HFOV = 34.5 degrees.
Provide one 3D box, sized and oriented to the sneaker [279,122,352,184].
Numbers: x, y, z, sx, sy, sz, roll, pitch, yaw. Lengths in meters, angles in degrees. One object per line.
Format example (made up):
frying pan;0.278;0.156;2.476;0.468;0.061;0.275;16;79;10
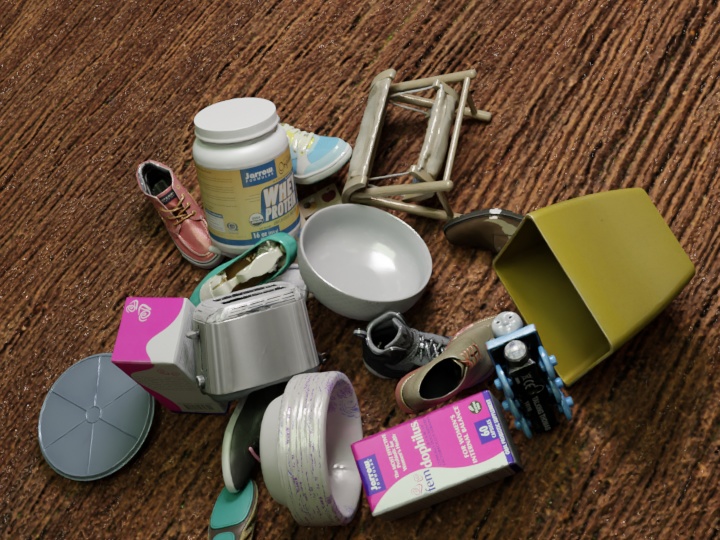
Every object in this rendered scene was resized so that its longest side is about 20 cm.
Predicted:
sneaker;-0.116;-0.202;1.792;0.198;0.131;0.080;-5;42;38

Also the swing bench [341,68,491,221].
swing bench;0.076;-0.189;1.755;0.197;0.130;0.201;5;67;21

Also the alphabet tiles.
alphabet tiles;-0.099;-0.027;1.804;0.198;0.008;0.168;-27;60;5

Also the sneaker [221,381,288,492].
sneaker;-0.127;0.223;1.643;0.098;0.071;0.202;3;54;23

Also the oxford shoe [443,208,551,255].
oxford shoe;0.211;-0.040;1.669;0.197;0.073;0.085;4;68;20

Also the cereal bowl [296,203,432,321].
cereal bowl;0.000;0.000;1.689;0.197;0.084;0.201;10;43;-9

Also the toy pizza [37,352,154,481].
toy pizza;-0.400;0.224;1.767;0.198;0.032;0.203;-8;63;16

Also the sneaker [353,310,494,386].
sneaker;0.086;0.110;1.612;0.197;0.114;0.076;3;66;19

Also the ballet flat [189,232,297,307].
ballet flat;-0.177;0.012;1.673;0.199;0.070;0.068;-37;88;3

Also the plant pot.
plant pot;0.317;0.006;1.530;0.175;0.200;0.201;-27;77;-15

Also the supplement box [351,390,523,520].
supplement box;0.101;0.247;1.532;0.198;0.103;0.102;-23;71;8

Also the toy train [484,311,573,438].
toy train;0.215;0.134;1.514;0.086;0.201;0.115;-24;49;6

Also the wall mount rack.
wall mount rack;-0.150;0.033;1.745;0.172;0.075;0.202;0;64;21

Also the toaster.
toaster;-0.141;0.095;1.609;0.198;0.131;0.113;-14;11;-23

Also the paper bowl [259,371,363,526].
paper bowl;-0.067;0.239;1.549;0.103;0.201;0.203;-6;63;14

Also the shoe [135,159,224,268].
shoe;-0.291;-0.091;1.850;0.071;0.091;0.201;-37;59;-2

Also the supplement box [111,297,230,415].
supplement box;-0.262;0.125;1.671;0.100;0.200;0.105;1;65;18

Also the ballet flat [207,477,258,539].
ballet flat;-0.175;0.371;1.592;0.070;0.071;0.201;-11;32;13

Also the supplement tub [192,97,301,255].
supplement tub;-0.170;-0.140;1.726;0.143;0.202;0.145;-6;30;3

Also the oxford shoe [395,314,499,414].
oxford shoe;0.140;0.125;1.548;0.199;0.075;0.071;-38;93;-21
